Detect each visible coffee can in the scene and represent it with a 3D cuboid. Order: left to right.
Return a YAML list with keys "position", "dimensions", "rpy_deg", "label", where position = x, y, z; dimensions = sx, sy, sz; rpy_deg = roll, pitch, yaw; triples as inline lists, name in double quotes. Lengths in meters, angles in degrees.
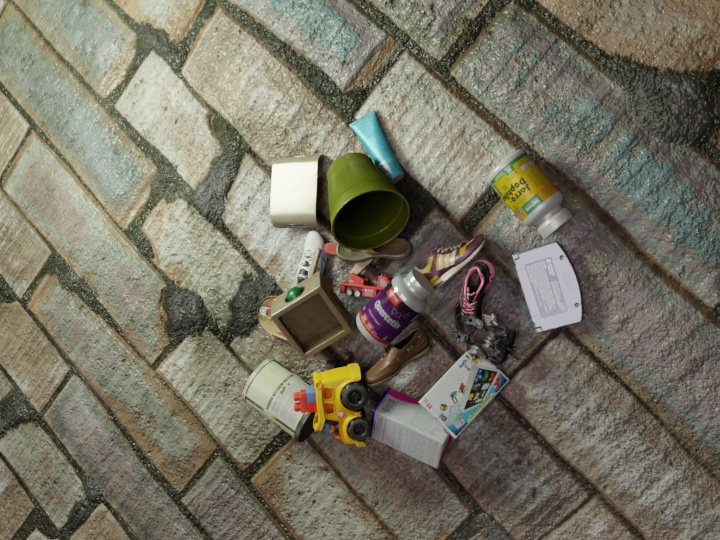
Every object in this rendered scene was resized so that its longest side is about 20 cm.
- position: [-0.205, 0.356, 1.815]
  dimensions: [0.199, 0.146, 0.147]
  rpy_deg: [31, 105, 17]
  label: "coffee can"

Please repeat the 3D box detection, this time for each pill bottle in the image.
- position: [0.089, 0.092, 1.654]
  dimensions: [0.200, 0.112, 0.113]
  rpy_deg: [-46, 77, 21]
  label: "pill bottle"
- position: [0.400, -0.175, 1.544]
  dimensions: [0.113, 0.113, 0.200]
  rpy_deg: [-41, 79, 20]
  label: "pill bottle"

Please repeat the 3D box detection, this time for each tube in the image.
- position: [0.047, -0.320, 1.718]
  dimensions: [0.077, 0.050, 0.201]
  rpy_deg: [-30, 78, 12]
  label: "tube"

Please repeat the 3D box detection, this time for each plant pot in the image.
- position: [-0.001, -0.189, 1.658]
  dimensions: [0.200, 0.200, 0.194]
  rpy_deg: [-39, 47, 20]
  label: "plant pot"

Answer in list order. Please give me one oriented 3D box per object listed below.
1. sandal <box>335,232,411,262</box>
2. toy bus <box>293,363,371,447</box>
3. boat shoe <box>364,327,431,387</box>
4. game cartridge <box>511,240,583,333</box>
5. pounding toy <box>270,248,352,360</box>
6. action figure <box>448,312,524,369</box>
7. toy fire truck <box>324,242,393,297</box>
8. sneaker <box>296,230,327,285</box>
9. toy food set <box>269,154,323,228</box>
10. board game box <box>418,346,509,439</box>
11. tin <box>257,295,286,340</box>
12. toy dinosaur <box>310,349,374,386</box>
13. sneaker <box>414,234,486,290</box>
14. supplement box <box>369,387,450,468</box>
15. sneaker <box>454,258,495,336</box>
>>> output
- position: [0.033, -0.065, 1.710]
  dimensions: [0.199, 0.054, 0.081]
  rpy_deg: [2, 68, 10]
  label: "sandal"
- position: [-0.075, 0.353, 1.687]
  dimensions: [0.191, 0.136, 0.201]
  rpy_deg: [-7, 98, -8]
  label: "toy bus"
- position: [0.086, 0.218, 1.681]
  dimensions: [0.199, 0.072, 0.068]
  rpy_deg: [-33, 113, -18]
  label: "boat shoe"
- position: [0.456, 0.038, 1.579]
  dimensions: [0.133, 0.040, 0.201]
  rpy_deg: [-18, 87, 26]
  label: "game cartridge"
- position: [-0.130, 0.087, 1.739]
  dimensions: [0.184, 0.142, 0.200]
  rpy_deg: [-31, 111, 8]
  label: "pounding toy"
- position: [0.308, 0.162, 1.597]
  dimensions: [0.119, 0.199, 0.102]
  rpy_deg: [-60, 36, 5]
  label: "action figure"
- position: [0.000, 0.000, 1.757]
  dimensions: [0.199, 0.049, 0.142]
  rpy_deg: [7, 95, 21]
  label: "toy fire truck"
- position: [-0.139, -0.008, 1.802]
  dimensions: [0.071, 0.072, 0.201]
  rpy_deg: [11, 97, 23]
  label: "sneaker"
- position: [-0.171, -0.219, 1.814]
  dimensions: [0.143, 0.060, 0.201]
  rpy_deg: [1, 86, 23]
  label: "toy food set"
- position: [0.257, 0.300, 1.632]
  dimensions: [0.200, 0.035, 0.126]
  rpy_deg: [-43, 76, -11]
  label: "board game box"
- position: [-0.199, 0.141, 1.857]
  dimensions: [0.199, 0.042, 0.113]
  rpy_deg: [20, 97, 19]
  label: "tin"
- position: [-0.048, 0.270, 1.789]
  dimensions: [0.199, 0.048, 0.088]
  rpy_deg: [-22, 58, -5]
  label: "toy dinosaur"
- position: [0.223, -0.037, 1.648]
  dimensions: [0.200, 0.075, 0.090]
  rpy_deg: [-43, 84, 19]
  label: "sneaker"
- position: [0.133, 0.402, 1.688]
  dimensions: [0.199, 0.101, 0.104]
  rpy_deg: [20, 126, 21]
  label: "supplement box"
- position: [0.272, 0.071, 1.626]
  dimensions: [0.079, 0.095, 0.201]
  rpy_deg: [15, 101, 19]
  label: "sneaker"
